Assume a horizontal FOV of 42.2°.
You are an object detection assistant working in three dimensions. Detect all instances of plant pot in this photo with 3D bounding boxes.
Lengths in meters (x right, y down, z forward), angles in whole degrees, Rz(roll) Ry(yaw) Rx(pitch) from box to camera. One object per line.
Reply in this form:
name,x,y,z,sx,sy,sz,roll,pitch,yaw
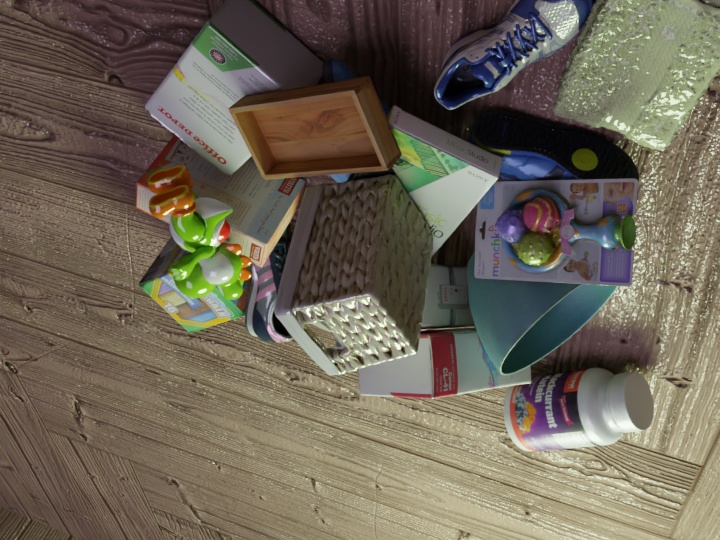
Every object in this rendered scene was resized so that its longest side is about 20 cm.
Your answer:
plant pot,0.212,0.015,1.175,0.135,0.199,0.201,51,149,22

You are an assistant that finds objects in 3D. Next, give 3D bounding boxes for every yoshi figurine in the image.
yoshi figurine,-0.225,-0.031,1.225,0.112,0.113,0.201,15,143,39

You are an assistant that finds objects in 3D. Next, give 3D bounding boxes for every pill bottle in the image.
pill bottle,0.319,0.202,1.368,0.199,0.112,0.111,-16,125,43

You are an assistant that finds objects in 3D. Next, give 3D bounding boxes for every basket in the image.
basket,0.000,0.000,1.083,0.123,0.201,0.136,-13,136,27

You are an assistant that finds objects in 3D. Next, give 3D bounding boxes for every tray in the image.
tray,-0.054,-0.160,1.068,0.199,0.037,0.099,1,127,41

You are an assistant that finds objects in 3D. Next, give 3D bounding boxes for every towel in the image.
towel,0.287,-0.209,0.946,0.148,0.037,0.200,18,145,0

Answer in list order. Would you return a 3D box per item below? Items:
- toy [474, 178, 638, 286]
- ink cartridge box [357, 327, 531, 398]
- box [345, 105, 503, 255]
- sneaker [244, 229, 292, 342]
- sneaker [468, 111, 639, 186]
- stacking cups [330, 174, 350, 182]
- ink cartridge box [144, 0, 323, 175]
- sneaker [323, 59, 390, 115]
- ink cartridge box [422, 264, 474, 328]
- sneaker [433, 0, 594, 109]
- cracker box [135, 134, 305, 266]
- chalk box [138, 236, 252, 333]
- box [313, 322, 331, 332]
toy,0.206,-0.045,1.042,0.199,0.116,0.047,3,180,37
ink cartridge box,0.114,0.122,1.264,0.199,0.086,0.147,1,175,-40
box,0.061,-0.097,1.120,0.144,0.036,0.200,24,143,-9
sneaker,-0.120,0.011,1.391,0.082,0.070,0.201,16,110,36
sneaker,0.222,-0.124,1.089,0.199,0.066,0.079,18,153,13
stacking cups,-0.024,-0.136,1.230,0.200,0.061,0.060,39,142,-12
ink cartridge box,-0.161,-0.231,1.179,0.145,0.084,0.200,39,141,-15
sneaker,0.021,-0.181,1.131,0.078,0.066,0.200,-17,132,18
ink cartridge box,0.071,0.038,1.266,0.146,0.083,0.199,-6,174,37
sneaker,0.159,-0.228,0.979,0.075,0.088,0.200,42,140,-16
cracker box,-0.194,-0.106,1.305,0.199,0.134,0.058,25,142,4
chalk box,-0.225,-0.001,1.459,0.199,0.125,0.124,-17,125,45
box,-0.047,0.003,1.398,0.082,0.069,0.200,24,144,4
